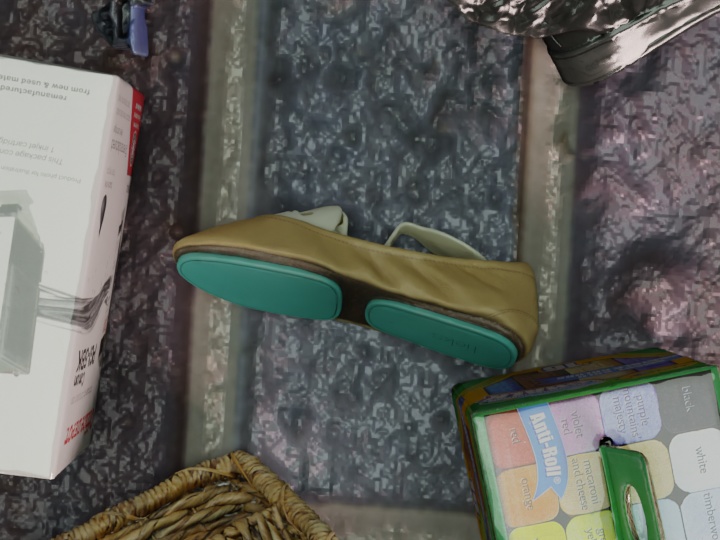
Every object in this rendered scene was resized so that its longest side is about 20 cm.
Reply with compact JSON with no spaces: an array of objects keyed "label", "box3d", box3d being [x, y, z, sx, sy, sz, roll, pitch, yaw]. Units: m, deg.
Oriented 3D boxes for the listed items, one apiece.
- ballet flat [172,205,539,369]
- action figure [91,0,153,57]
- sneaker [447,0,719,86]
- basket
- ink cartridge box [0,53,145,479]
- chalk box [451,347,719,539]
[{"label":"ballet flat","box3d":[0.000,0.000,0.997,0.199,0.069,0.063,16,63,-2]},{"label":"action figure","box3d":[-0.167,-0.209,0.970,0.192,0.105,0.201,-11,87,11]},{"label":"sneaker","box3d":[0.141,-0.172,0.973,0.199,0.060,0.104,-32,112,4]},{"label":"basket","box3d":[-0.096,0.191,0.925,0.199,0.143,0.150,-23,91,-21]},{"label":"ink cartridge box","box3d":[-0.170,-0.003,0.948,0.082,0.147,0.201,9,92,-1]},{"label":"chalk box","box3d":[0.119,0.113,0.919,0.123,0.200,0.125,-11,90,1]}]
